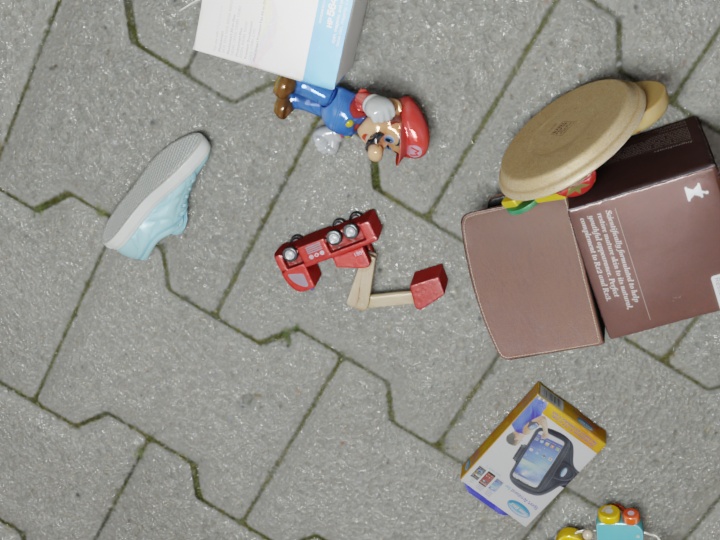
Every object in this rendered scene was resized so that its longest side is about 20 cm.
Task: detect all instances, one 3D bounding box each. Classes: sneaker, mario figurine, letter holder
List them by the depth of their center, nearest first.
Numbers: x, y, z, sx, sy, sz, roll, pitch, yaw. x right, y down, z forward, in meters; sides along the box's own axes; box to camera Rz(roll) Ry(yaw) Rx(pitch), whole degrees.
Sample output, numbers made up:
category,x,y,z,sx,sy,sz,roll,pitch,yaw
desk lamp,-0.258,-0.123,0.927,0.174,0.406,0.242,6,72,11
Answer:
category,x,y,z,sx,sy,sz,roll,pitch,yaw
mario figurine,-0.013,-0.176,1.319,0.198,0.123,0.107,20,106,5
letter holder,0.213,-0.006,1.355,0.140,0.101,0.202,-12,110,18
sneaker,-0.252,-0.094,1.437,0.200,0.074,0.082,-43,129,18

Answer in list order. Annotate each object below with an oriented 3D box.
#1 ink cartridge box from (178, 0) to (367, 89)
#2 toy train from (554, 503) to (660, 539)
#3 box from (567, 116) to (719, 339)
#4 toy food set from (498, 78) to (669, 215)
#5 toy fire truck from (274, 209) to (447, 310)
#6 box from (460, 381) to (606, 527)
category,x,y,z,sx,sy,sz,roll,pitch,yaw
ink cartridge box,-0.099,-0.310,1.272,0.198,0.129,0.127,17,115,3
toy train,0.339,0.402,1.527,0.150,0.056,0.200,43,117,-9
box,0.339,-0.054,1.253,0.162,0.200,0.168,-16,108,17
toy food set,0.241,-0.145,1.237,0.049,0.201,0.197,48,152,-23
toy fire truck,0.000,0.000,1.426,0.198,0.049,0.142,-20,108,18
box,0.228,0.262,1.496,0.118,0.042,0.201,35,112,-5
